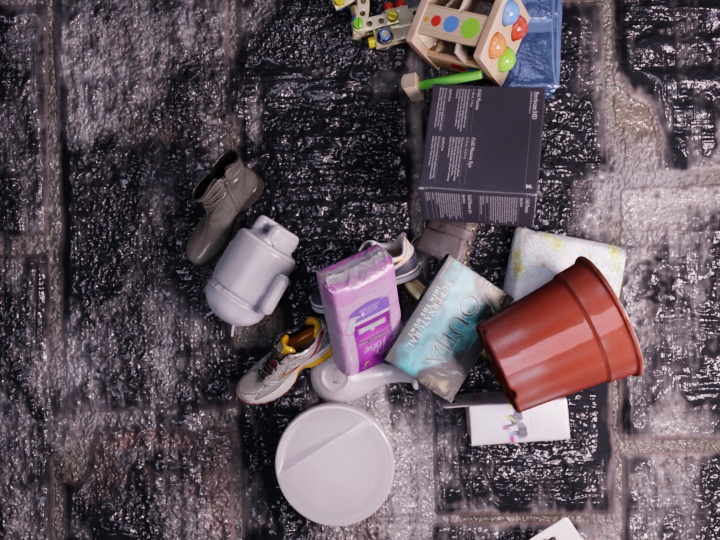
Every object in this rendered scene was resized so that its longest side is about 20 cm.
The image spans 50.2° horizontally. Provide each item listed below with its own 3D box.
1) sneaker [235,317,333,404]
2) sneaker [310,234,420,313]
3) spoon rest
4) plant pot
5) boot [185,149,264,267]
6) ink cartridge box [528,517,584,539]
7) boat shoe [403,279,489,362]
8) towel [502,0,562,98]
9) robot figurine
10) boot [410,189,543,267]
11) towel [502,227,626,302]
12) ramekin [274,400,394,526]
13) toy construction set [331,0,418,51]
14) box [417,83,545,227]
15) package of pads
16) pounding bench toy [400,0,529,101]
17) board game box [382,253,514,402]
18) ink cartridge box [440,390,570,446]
[{"bbox_3d":[-0.134,0.147,1.305,0.199,0.082,0.078,-40,54,-1],"label":"sneaker"},{"bbox_3d":[0.000,0.000,1.301,0.198,0.079,0.080,-24,124,-4],"label":"sneaker"},{"bbox_3d":[0.008,0.182,1.325,0.197,0.061,0.101,-1,88,17],"label":"spoon rest"},{"bbox_3d":[0.294,0.110,1.180,0.194,0.201,0.203,-25,88,2],"label":"plant pot"},{"bbox_3d":[-0.253,-0.108,1.296,0.067,0.131,0.201,35,89,21],"label":"boot"},{"bbox_3d":[0.348,0.515,1.285,0.116,0.067,0.201,-32,89,2],"label":"ink cartridge box"},{"bbox_3d":[0.162,0.074,1.304,0.200,0.073,0.063,38,85,1],"label":"boat shoe"},{"bbox_3d":[0.286,-0.399,1.312,0.110,0.049,0.203,3,90,5],"label":"towel"},{"bbox_3d":[-0.187,0.010,1.303,0.169,0.113,0.201,34,92,43],"label":"robot figurine"},{"bbox_3d":[0.196,-0.084,1.308,0.198,0.069,0.176,15,91,14],"label":"boot"},{"bbox_3d":[0.343,0.029,1.304,0.197,0.048,0.173,11,87,3],"label":"towel"},{"bbox_3d":[-0.040,0.313,1.291,0.200,0.094,0.205,0,96,3],"label":"ramekin"},{"bbox_3d":[0.053,-0.453,1.313,0.198,0.092,0.133,-15,88,14],"label":"toy construction set"},{"bbox_3d":[0.196,-0.184,1.227,0.180,0.104,0.202,5,66,13],"label":"box"},{"bbox_3d":[0.002,0.067,1.243,0.119,0.076,0.202,-23,130,-17],"label":"package of pads"},{"bbox_3d":[0.170,-0.358,1.254,0.155,0.124,0.202,23,92,28],"label":"pounding bench toy"},{"bbox_3d":[0.144,0.094,1.253,0.134,0.028,0.201,32,88,-7],"label":"board game box"},{"bbox_3d":[0.234,0.241,1.272,0.197,0.115,0.069,-5,90,5],"label":"ink cartridge box"}]
